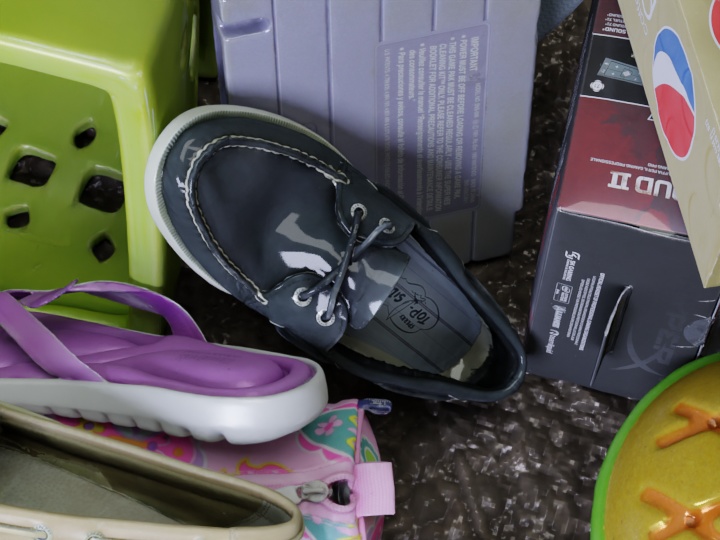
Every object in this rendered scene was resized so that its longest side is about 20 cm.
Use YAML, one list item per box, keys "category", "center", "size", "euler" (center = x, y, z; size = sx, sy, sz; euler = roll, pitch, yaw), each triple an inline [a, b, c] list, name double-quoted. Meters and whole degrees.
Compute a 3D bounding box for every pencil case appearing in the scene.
- category: "pencil case"
  center: [-0.086, 0.092, 0.820]
  size: [0.199, 0.088, 0.088]
  euler: [0, 63, -1]

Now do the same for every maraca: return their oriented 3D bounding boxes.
- category: "maraca"
  center: [0.153, 0.122, 0.800]
  size: [0.137, 0.107, 0.200]
  euler: [14, 63, 8]

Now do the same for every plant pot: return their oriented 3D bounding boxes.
- category: "plant pot"
  center: [-0.155, -0.107, 0.864]
  size: [0.199, 0.199, 0.182]
  euler: [13, 57, 4]

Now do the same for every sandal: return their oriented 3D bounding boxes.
- category: "sandal"
  center: [-0.103, 0.026, 0.816]
  size: [0.202, 0.050, 0.082]
  euler: [7, 17, 23]

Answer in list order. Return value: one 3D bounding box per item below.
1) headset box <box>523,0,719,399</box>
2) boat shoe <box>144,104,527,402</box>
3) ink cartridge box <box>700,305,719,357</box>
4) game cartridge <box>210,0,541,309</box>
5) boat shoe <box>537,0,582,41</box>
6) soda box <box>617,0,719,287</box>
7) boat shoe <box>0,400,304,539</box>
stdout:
- category: "headset box"
  center: [0.122, -0.049, 0.863]
  size: [0.075, 0.149, 0.201]
  euler: [12, 63, 5]
- category: "boat shoe"
  center: [-0.001, 0.002, 0.808]
  size: [0.066, 0.199, 0.075]
  euler: [26, 77, 47]
- category: "ink cartridge box"
  center: [0.240, -0.051, 0.904]
  size: [0.144, 0.084, 0.201]
  euler: [11, 63, 5]
- category: "game cartridge"
  center: [0.007, -0.064, 0.839]
  size: [0.129, 0.200, 0.038]
  euler: [-15, 55, -11]
- category: "boat shoe"
  center: [0.017, -0.096, 0.887]
  size: [0.200, 0.073, 0.067]
  euler: [-35, 52, 23]
- category: "soda box"
  center: [0.138, -0.099, 0.768]
  size: [0.064, 0.068, 0.201]
  euler: [-9, 64, -8]
- category: "boat shoe"
  center: [-0.120, 0.074, 0.732]
  size: [0.200, 0.063, 0.073]
  euler: [23, 33, 0]
